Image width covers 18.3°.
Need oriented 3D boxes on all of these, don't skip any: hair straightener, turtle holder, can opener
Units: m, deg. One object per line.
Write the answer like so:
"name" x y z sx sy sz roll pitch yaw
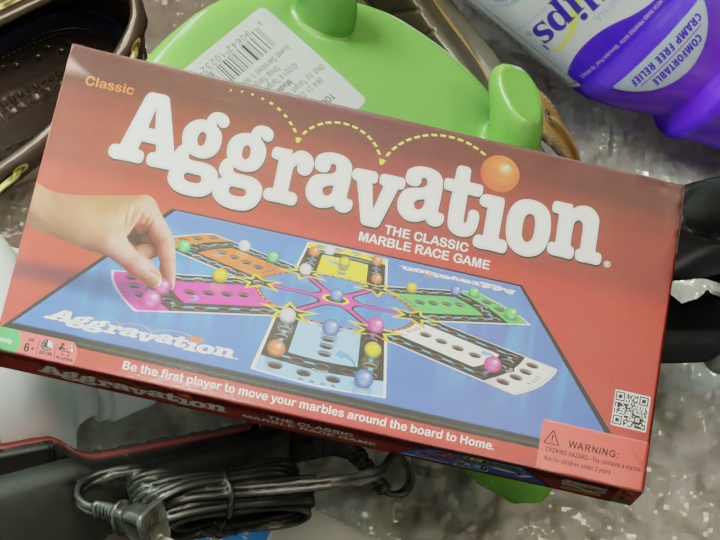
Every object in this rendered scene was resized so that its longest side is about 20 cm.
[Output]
"hair straightener" -0.068 0.079 0.694 0.199 0.077 0.041 -4 107 -25
"turtle holder" -0.001 -0.010 0.784 0.184 0.132 0.142 17 57 -9
"can opener" 0.143 0.006 0.807 0.199 0.078 0.064 5 78 -50

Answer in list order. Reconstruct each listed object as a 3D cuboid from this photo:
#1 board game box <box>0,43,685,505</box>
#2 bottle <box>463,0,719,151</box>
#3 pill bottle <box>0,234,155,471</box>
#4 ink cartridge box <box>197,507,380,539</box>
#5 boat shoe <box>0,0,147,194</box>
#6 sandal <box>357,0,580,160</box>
"board game box" -0.004 0.001 0.685 0.198 0.019 0.104 12 68 -3
"bottle" 0.101 -0.107 0.856 0.200 0.084 0.065 38 26 -17
"pill bottle" -0.170 0.047 0.741 0.199 0.111 0.111 -20 70 -18
"ink cartridge box" 0.002 0.159 0.742 0.199 0.067 0.117 25 62 3
"boat shoe" -0.160 -0.043 0.814 0.199 0.060 0.072 -34 75 -22
"sandal" 0.048 -0.042 0.852 0.054 0.082 0.201 -6 57 -36
